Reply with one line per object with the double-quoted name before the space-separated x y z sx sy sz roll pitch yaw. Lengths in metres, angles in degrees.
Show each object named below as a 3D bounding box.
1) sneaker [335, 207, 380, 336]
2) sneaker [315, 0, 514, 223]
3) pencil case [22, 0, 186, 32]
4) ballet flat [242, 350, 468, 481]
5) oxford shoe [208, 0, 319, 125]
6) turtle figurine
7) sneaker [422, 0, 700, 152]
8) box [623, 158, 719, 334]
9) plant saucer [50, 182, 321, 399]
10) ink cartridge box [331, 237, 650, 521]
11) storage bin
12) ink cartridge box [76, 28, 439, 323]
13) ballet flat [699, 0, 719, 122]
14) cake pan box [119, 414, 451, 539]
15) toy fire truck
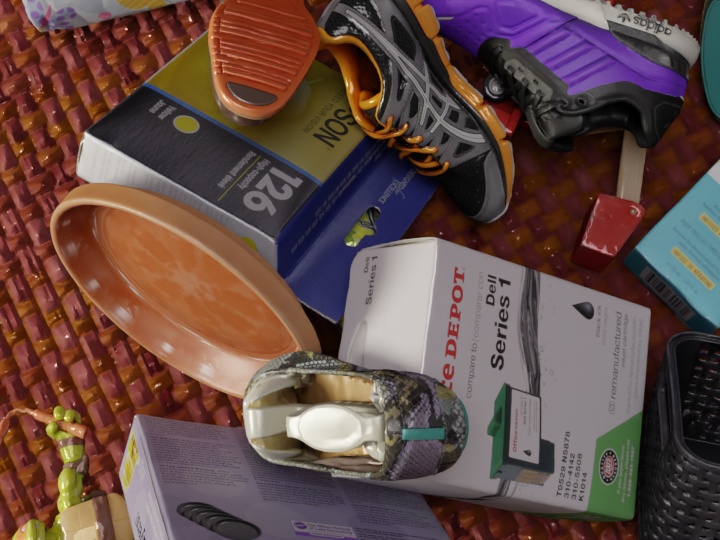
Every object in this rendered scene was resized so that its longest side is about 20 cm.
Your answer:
"sneaker" 0.000 0.000 0.917 0.075 0.076 0.201 -34 78 -5
"sneaker" 0.035 -0.112 0.913 0.077 0.078 0.201 -42 107 -25
"pencil case" -0.159 -0.238 0.969 0.197 0.083 0.092 -15 66 -3
"ballet flat" -0.027 0.084 0.762 0.071 0.199 0.073 2 87 -40
"oxford shoe" -0.069 -0.147 0.876 0.070 0.073 0.201 17 38 -11
"turtle figurine" -0.163 0.181 0.884 0.159 0.065 0.202 -9 62 -11
"sneaker" 0.125 -0.136 0.898 0.197 0.070 0.101 16 80 5
"box" 0.286 -0.051 0.938 0.082 0.049 0.200 44 82 9
"plant saucer" -0.110 0.013 0.856 0.198 0.201 0.033 29 62 7
"ink cartridge box" 0.086 0.075 0.845 0.198 0.084 0.148 16 75 -36
"storage bin" 0.283 0.130 0.843 0.197 0.095 0.136 10 34 3
"ink cartridge box" -0.057 -0.079 0.898 0.198 0.047 0.198 28 40 8
"ballet flat" 0.284 -0.208 0.957 0.070 0.071 0.203 -5 100 0
"cake pan box" -0.038 0.159 0.803 0.197 0.184 0.053 10 109 -23
"toy fire truck" 0.158 -0.117 0.955 0.139 0.049 0.202 24 78 5
